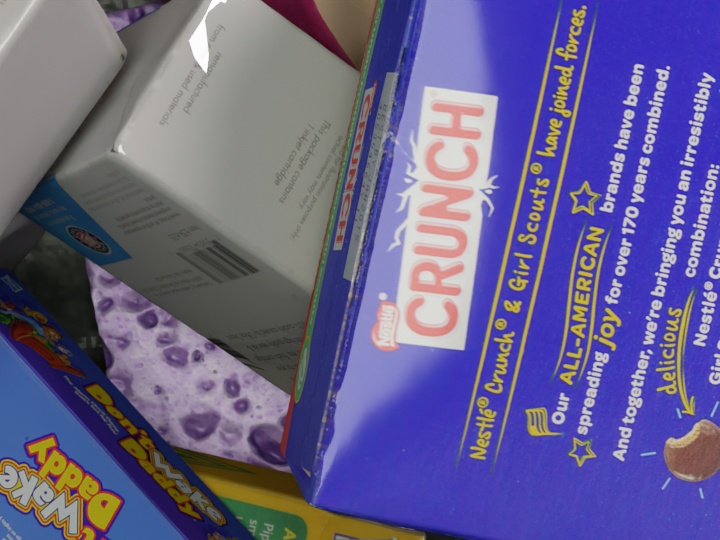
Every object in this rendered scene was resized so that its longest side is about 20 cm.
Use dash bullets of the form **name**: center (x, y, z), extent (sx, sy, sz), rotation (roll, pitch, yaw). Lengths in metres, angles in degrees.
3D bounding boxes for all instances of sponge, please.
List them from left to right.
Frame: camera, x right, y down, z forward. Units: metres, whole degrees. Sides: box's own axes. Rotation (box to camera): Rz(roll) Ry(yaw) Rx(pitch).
- **sponge**: center (-0.039, 0.001, 0.875), extent (0.111, 0.030, 0.201), rotation (-11, 88, 1)

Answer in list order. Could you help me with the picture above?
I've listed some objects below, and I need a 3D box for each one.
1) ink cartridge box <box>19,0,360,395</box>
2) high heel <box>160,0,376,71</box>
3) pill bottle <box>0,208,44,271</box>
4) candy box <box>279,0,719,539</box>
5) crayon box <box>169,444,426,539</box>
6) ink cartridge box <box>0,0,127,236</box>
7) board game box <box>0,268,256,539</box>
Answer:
- **ink cartridge box**: center (0.000, 0.000, 0.791), extent (0.200, 0.116, 0.067), rotation (35, 72, -17)
- **high heel**: center (0.019, -0.080, 0.817), extent (0.199, 0.096, 0.068), rotation (19, 75, -23)
- **pill bottle**: center (-0.207, -0.059, 0.840), extent (0.114, 0.114, 0.200), rotation (-41, 88, 0)
- **candy box**: center (0.092, -0.003, 0.703), extent (0.199, 0.077, 0.170), rotation (12, 94, -12)
- **crayon box**: center (-0.074, 0.122, 0.830), extent (0.199, 0.052, 0.126), rotation (12, 94, 20)
- **ink cartridge box**: center (-0.193, -0.068, 0.727), extent (0.200, 0.084, 0.146), rotation (32, 81, 13)
- **board game box**: center (-0.098, 0.116, 0.788), extent (0.200, 0.045, 0.135), rotation (46, 104, 14)
